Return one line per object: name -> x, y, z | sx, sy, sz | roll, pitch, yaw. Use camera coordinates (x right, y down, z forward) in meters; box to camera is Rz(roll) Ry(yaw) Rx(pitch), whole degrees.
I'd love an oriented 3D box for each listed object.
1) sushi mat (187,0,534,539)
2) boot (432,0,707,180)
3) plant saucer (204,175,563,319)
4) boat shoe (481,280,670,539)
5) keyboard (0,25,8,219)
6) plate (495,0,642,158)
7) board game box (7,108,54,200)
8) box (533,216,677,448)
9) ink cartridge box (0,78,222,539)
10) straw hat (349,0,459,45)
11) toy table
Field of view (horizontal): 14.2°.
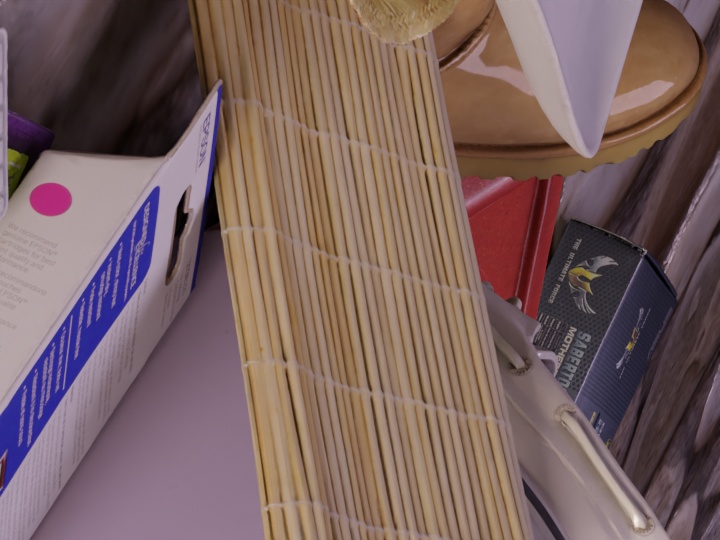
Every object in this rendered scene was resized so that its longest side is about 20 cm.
sushi mat -> 0.000, 0.000, 0.816 | 0.095, 0.201, 0.012 | 15, 144, -39
boot -> 0.043, -0.113, 0.897 | 0.174, 0.066, 0.201 | -13, 142, -17
plant saucer -> 0.000, 0.033, 1.041 | 0.200, 0.037, 0.200 | -32, 148, -30
boat shoe -> 0.030, 0.035, 0.888 | 0.065, 0.200, 0.072 | -18, 139, -24
keyboard -> -0.132, 0.015, 0.628 | 0.200, 0.011, 0.056 | -50, 158, -46
plate -> 0.059, -0.157, 0.765 | 0.200, 0.032, 0.201 | 55, 49, -65
board game box -> -0.137, 0.002, 0.660 | 0.200, 0.032, 0.121 | 28, 83, -75
box -> 0.105, 0.081, 1.574 | 0.201, 0.051, 0.158 | -65, 164, -4
ink cartridge box -> -0.096, 0.040, 0.740 | 0.200, 0.037, 0.095 | -56, 167, -36
straw hat -> -0.013, -0.164, 0.733 | 0.201, 0.085, 0.202 | 11, 90, -73
toy table -> -0.054, 0.097, 0.837 | 0.200, 0.183, 0.118 | -51, 144, -39
